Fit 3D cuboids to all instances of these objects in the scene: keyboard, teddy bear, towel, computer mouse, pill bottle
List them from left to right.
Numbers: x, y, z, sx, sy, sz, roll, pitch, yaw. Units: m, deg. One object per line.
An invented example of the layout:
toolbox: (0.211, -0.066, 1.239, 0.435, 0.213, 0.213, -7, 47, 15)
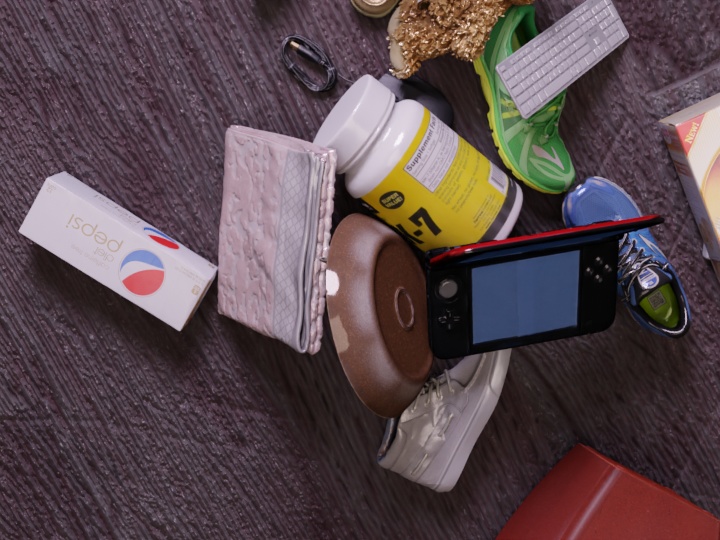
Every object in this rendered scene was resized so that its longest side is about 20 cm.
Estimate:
towel: (-0.092, -0.034, 1.025, 0.032, 0.190, 0.204, -2, 103, -34)
computer mouse: (0.006, -0.191, 1.058, 0.197, 0.034, 0.059, 23, 102, -3)
pill bottle: (0.056, -0.096, 1.018, 0.199, 0.114, 0.115, 36, 100, -17)
teddy bear: (0.105, -0.259, 0.996, 0.199, 0.146, 0.067, -40, 119, 11)
keyboard: (0.201, -0.214, 0.998, 0.199, 0.011, 0.057, -39, 96, -34)

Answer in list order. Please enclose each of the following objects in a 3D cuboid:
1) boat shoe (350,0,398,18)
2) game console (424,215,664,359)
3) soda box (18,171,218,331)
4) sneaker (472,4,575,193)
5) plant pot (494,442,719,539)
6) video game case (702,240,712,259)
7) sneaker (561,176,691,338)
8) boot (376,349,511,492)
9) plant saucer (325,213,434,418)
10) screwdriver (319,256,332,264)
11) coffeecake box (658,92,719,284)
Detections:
boat shoe: (0.036, -0.352, 1.011, 0.072, 0.063, 0.203, 17, 101, -3)
game console: (0.168, 0.020, 0.955, 0.196, 0.119, 0.175, -9, 118, -8)
soda box: (-0.252, -0.021, 1.080, 0.198, 0.064, 0.069, 32, 100, -6)
sneaker: (0.172, -0.171, 1.027, 0.074, 0.083, 0.203, -31, 103, -37)
plant pot: (0.267, 0.301, 1.079, 0.198, 0.200, 0.179, 28, 89, -4)
video game case: (0.469, -0.080, 1.081, 0.196, 0.018, 0.146, 2, 102, 1)
sneaker: (0.284, -0.012, 1.057, 0.078, 0.089, 0.201, -39, 102, 6)
boot: (0.087, 0.139, 1.100, 0.094, 0.074, 0.203, 20, 102, -10)
plant saucer: (0.030, 0.040, 0.999, 0.036, 0.200, 0.204, -12, 102, 27)
screwdriver: (0.000, 0.000, 1.024, 0.028, 0.199, 0.029, -46, 63, 11)
coffeecake box: (0.414, -0.089, 1.034, 0.151, 0.073, 0.203, -24, 99, 7)
